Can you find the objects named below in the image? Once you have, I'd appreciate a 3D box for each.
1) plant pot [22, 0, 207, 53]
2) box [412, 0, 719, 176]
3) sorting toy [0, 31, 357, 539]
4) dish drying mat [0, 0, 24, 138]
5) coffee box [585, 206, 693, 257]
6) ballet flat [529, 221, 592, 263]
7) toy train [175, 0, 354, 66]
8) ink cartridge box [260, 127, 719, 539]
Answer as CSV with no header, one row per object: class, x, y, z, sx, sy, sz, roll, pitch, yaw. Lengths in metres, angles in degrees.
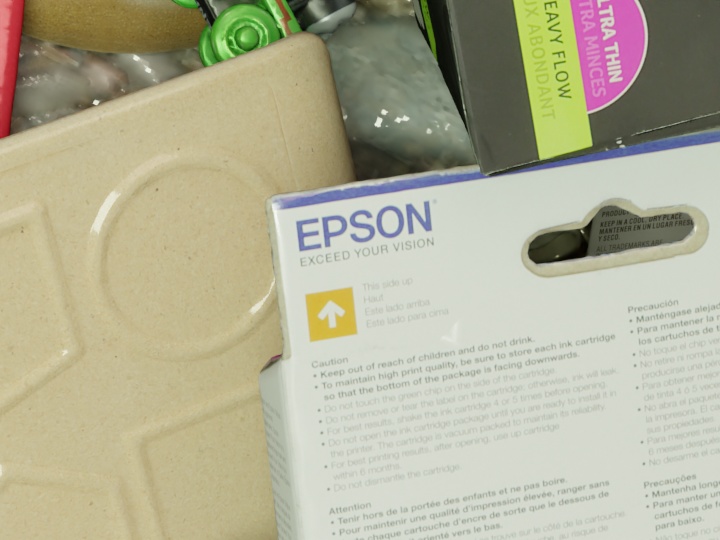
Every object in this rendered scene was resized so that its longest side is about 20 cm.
plant pot,-0.090,-0.172,0.984,0.200,0.027,0.200,6,64,-13
box,0.070,-0.130,0.783,0.124,0.200,0.149,-12,107,-1
sorting toy,-0.079,0.041,0.827,0.200,0.036,0.185,-23,115,-22
dish drying mat,-0.150,-0.121,0.923,0.077,0.018,0.200,5,74,-3
coffee box,0.142,-0.034,0.924,0.080,0.114,0.200,-5,58,30
ballet flat,0.000,0.000,0.904,0.200,0.067,0.068,-13,69,-20
toy train,-0.064,-0.154,0.918,0.056,0.042,0.200,-29,94,-11
ink cartridge box,0.074,0.060,0.783,0.196,0.043,0.200,-9,100,-14
